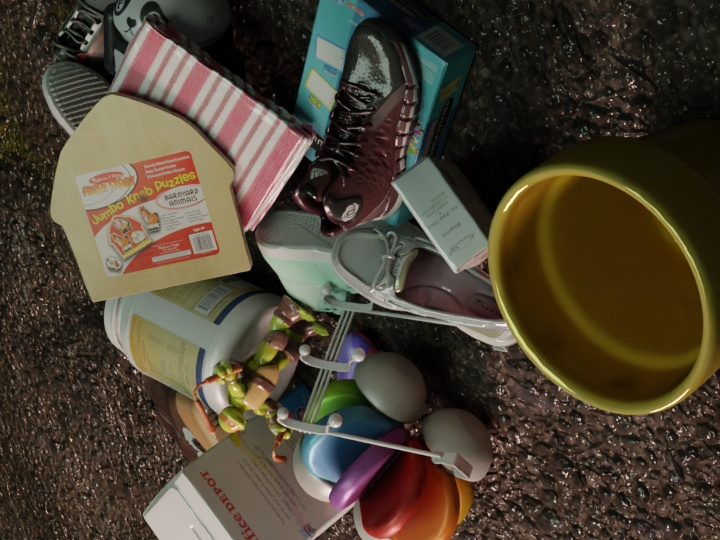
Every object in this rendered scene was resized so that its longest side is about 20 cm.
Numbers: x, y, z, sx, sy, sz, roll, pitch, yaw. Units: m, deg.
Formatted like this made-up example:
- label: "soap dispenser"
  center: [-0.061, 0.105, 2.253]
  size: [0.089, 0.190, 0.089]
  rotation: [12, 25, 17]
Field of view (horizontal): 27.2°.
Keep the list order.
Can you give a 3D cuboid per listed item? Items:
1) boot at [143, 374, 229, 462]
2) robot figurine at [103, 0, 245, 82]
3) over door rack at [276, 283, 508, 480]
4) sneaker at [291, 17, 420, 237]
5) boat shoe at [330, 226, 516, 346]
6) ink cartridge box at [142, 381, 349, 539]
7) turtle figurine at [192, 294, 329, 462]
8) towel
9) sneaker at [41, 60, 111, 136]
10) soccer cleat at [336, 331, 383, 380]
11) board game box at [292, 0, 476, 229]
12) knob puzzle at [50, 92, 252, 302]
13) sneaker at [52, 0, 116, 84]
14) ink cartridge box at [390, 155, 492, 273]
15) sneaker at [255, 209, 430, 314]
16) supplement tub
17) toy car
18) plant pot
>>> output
- label: "boot"
  center: [-0.199, 0.216, 1.871]
  size: [0.166, 0.072, 0.202]
  rotation: [20, 130, 53]
- label: "robot figurine"
  center: [-0.190, -0.207, 1.513]
  size: [0.125, 0.148, 0.202]
  rotation: [-98, 9, -54]
- label: "over door rack"
  center: [0.029, 0.097, 1.420]
  size: [0.197, 0.149, 0.067]
  rotation: [13, 158, 21]
- label: "sneaker"
  center: [-0.009, -0.113, 1.313]
  size: [0.075, 0.115, 0.202]
  rotation: [25, 132, 33]
- label: "boat shoe"
  center: [0.064, 0.009, 1.386]
  size: [0.200, 0.075, 0.065]
  rotation: [26, 170, 12]
- label: "ink cartridge box"
  center: [-0.115, 0.259, 1.681]
  size: [0.148, 0.199, 0.145]
  rotation: [51, 141, 8]
- label: "turtle figurine"
  center: [-0.100, 0.114, 1.569]
  size: [0.064, 0.162, 0.200]
  rotation: [28, 168, 38]
- label: "towel"
  center: [-0.155, -0.141, 1.455]
  size: [0.199, 0.030, 0.147]
  rotation: [36, 128, -2]
- label: "sneaker"
  center: [-0.298, -0.149, 1.673]
  size: [0.201, 0.073, 0.114]
  rotation: [48, 154, -27]
- label: "soccer cleat"
  center: [-0.004, 0.162, 1.598]
  size: [0.066, 0.076, 0.202]
  rotation: [22, 130, 36]
- label: "board game box"
  center: [0.015, -0.162, 1.386]
  size: [0.151, 0.047, 0.201]
  rotation: [40, 138, 22]
- label: "knob puzzle"
  center: [-0.214, -0.081, 1.474]
  size: [0.216, 0.031, 0.223]
  rotation: [3, 111, 8]
- label: "sneaker"
  center: [-0.295, -0.256, 1.630]
  size: [0.077, 0.082, 0.201]
  rotation: [40, 139, 20]
- label: "ink cartridge box"
  center: [0.105, -0.016, 1.287]
  size: [0.043, 0.200, 0.175]
  rotation: [-35, 86, 9]
- label: "sneaker"
  center: [0.000, 0.000, 1.507]
  size: [0.198, 0.074, 0.119]
  rotation: [11, 149, 26]
- label: "supplement tub"
  center: [-0.179, 0.068, 1.670]
  size: [0.199, 0.144, 0.146]
  rotation: [23, 130, 36]
- label: "toy car"
  center: [0.021, 0.198, 1.491]
  size: [0.199, 0.150, 0.176]
  rotation: [40, 114, 2]
- label: "plant pot"
  center: [0.228, -0.023, 1.135]
  size: [0.199, 0.188, 0.203]
  rotation: [26, 132, 33]
